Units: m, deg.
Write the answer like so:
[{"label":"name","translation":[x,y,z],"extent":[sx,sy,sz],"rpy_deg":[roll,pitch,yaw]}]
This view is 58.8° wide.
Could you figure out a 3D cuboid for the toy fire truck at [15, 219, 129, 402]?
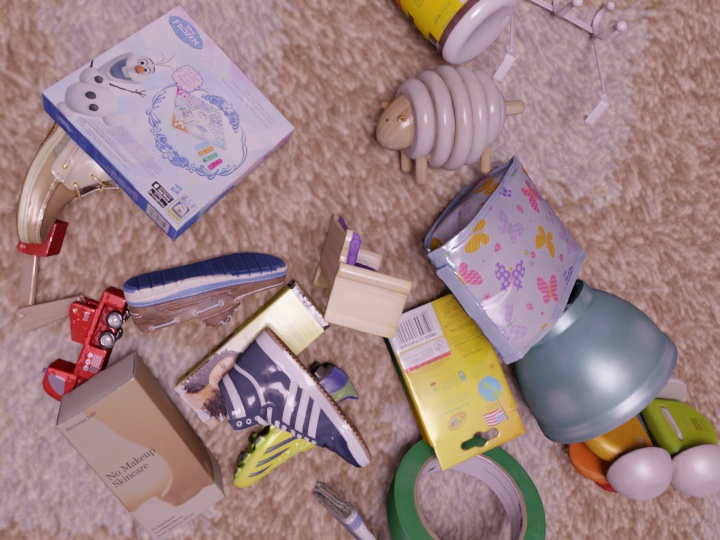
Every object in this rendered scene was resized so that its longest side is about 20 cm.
[{"label":"toy fire truck","translation":[-0.356,0.052,0.769],"extent":[0.139,0.049,0.203],"rpy_deg":[21,92,-11]}]

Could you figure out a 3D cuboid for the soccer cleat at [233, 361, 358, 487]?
[{"label":"soccer cleat","translation":[-0.083,0.210,0.824],"extent":[0.084,0.065,0.201],"rpy_deg":[43,86,-11]}]

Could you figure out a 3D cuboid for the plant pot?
[{"label":"plant pot","translation":[0.273,0.098,0.814],"extent":[0.200,0.200,0.135],"rpy_deg":[-40,95,-4]}]

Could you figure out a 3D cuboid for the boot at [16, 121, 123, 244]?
[{"label":"boot","translation":[-0.288,-0.103,0.738],"extent":[0.153,0.072,0.203],"rpy_deg":[22,68,-14]}]

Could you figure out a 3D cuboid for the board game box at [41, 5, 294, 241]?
[{"label":"board game box","translation":[-0.211,-0.172,0.731],"extent":[0.200,0.043,0.199],"rpy_deg":[46,62,-5]}]

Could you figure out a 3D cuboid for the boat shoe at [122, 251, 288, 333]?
[{"label":"boat shoe","translation":[-0.185,0.028,0.793],"extent":[0.197,0.072,0.074],"rpy_deg":[-10,116,-14]}]

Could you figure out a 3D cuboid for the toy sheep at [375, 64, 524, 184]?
[{"label":"toy sheep","translation":[0.112,-0.186,0.794],"extent":[0.197,0.138,0.140],"rpy_deg":[-14,97,-17]}]

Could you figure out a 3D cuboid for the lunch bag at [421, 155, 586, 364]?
[{"label":"lunch bag","translation":[0.167,-0.011,0.786],"extent":[0.170,0.127,0.201],"rpy_deg":[48,46,-12]}]

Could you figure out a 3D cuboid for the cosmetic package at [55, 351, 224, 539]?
[{"label":"cosmetic package","translation":[-0.257,0.212,0.763],"extent":[0.104,0.071,0.202],"rpy_deg":[-32,115,-7]}]

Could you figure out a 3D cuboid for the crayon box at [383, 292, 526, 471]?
[{"label":"crayon box","translation":[0.117,0.139,0.836],"extent":[0.125,0.051,0.203],"rpy_deg":[-20,82,-8]}]

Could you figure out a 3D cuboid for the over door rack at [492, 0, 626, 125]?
[{"label":"over door rack","translation":[0.254,-0.298,0.800],"extent":[0.146,0.067,0.202],"rpy_deg":[21,60,-11]}]

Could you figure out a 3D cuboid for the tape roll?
[{"label":"tape roll","translation":[0.132,0.304,0.809],"extent":[0.197,0.202,0.049],"rpy_deg":[6,133,-10]}]

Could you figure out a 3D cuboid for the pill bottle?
[{"label":"pill bottle","translation":[0.087,-0.355,0.765],"extent":[0.109,0.109,0.201],"rpy_deg":[-36,79,-5]}]

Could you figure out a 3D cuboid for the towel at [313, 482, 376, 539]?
[{"label":"towel","translation":[0.026,0.357,0.818],"extent":[0.024,0.147,0.200],"rpy_deg":[-44,101,-18]}]

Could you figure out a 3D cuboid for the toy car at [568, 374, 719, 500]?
[{"label":"toy car","translation":[0.380,0.241,0.876],"extent":[0.196,0.176,0.152],"rpy_deg":[0,130,-10]}]

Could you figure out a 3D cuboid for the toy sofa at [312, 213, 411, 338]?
[{"label":"toy sofa","translation":[0.000,0.000,0.752],"extent":[0.082,0.200,0.099],"rpy_deg":[16,97,-10]}]

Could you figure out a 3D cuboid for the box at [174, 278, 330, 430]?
[{"label":"box","translation":[-0.136,0.105,0.813],"extent":[0.200,0.050,0.075],"rpy_deg":[-42,100,-5]}]

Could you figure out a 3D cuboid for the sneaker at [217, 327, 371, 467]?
[{"label":"sneaker","translation":[-0.083,0.178,0.758],"extent":[0.108,0.070,0.200],"rpy_deg":[-41,86,-7]}]
